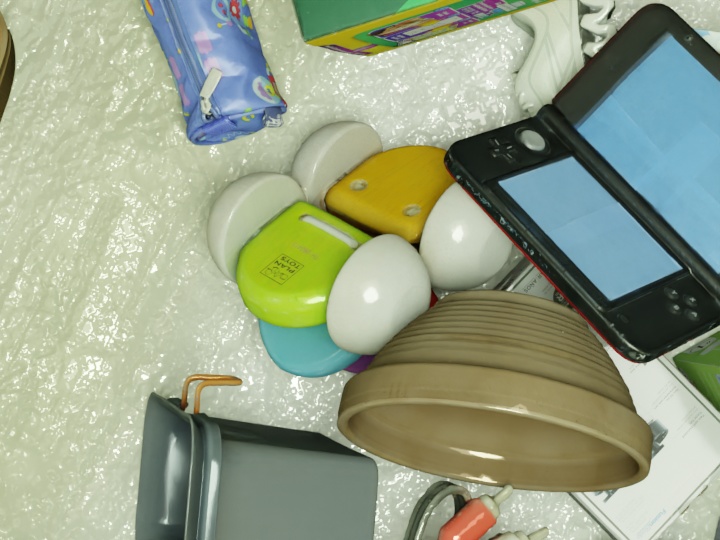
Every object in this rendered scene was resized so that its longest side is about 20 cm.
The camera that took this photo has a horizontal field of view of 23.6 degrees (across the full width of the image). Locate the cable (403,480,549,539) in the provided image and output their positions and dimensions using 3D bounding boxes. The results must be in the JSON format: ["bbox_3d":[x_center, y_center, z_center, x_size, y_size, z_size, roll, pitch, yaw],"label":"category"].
[{"bbox_3d":[0.036,0.214,1.133,0.200,0.050,0.097,-35,102,-24],"label":"cable"}]

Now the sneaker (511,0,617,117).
[{"bbox_3d":[0.155,-0.116,1.271,0.081,0.075,0.201,-7,82,2],"label":"sneaker"}]

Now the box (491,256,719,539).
[{"bbox_3d":[0.159,0.091,1.214,0.200,0.060,0.117,44,85,-3],"label":"box"}]

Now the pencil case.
[{"bbox_3d":[-0.118,-0.186,1.233,0.078,0.087,0.201,-20,90,19],"label":"pencil case"}]

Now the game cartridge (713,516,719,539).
[{"bbox_3d":[0.328,0.246,1.296,0.132,0.040,0.201,4,89,-9],"label":"game cartridge"}]

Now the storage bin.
[{"bbox_3d":[-0.072,0.147,1.186,0.134,0.200,0.147,5,90,-17],"label":"storage bin"}]

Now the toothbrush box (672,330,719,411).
[{"bbox_3d":[0.326,0.067,1.216,0.145,0.200,0.086,-29,91,-6],"label":"toothbrush box"}]

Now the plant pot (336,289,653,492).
[{"bbox_3d":[0.090,0.072,1.100,0.200,0.201,0.093,12,70,-5],"label":"plant pot"}]

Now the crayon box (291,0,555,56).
[{"bbox_3d":[0.057,-0.199,1.171,0.172,0.200,0.059,-16,91,13],"label":"crayon box"}]

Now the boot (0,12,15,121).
[{"bbox_3d":[-0.321,-0.181,1.221,0.154,0.074,0.201,5,77,-7],"label":"boot"}]

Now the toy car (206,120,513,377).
[{"bbox_3d":[0.000,0.000,1.211,0.175,0.151,0.200,28,47,33],"label":"toy car"}]

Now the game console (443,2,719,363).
[{"bbox_3d":[0.187,-0.063,1.142,0.172,0.119,0.200,-20,60,-44],"label":"game console"}]

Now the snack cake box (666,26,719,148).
[{"bbox_3d":[0.237,-0.066,1.252,0.067,0.115,0.201,6,88,-5],"label":"snack cake box"}]
